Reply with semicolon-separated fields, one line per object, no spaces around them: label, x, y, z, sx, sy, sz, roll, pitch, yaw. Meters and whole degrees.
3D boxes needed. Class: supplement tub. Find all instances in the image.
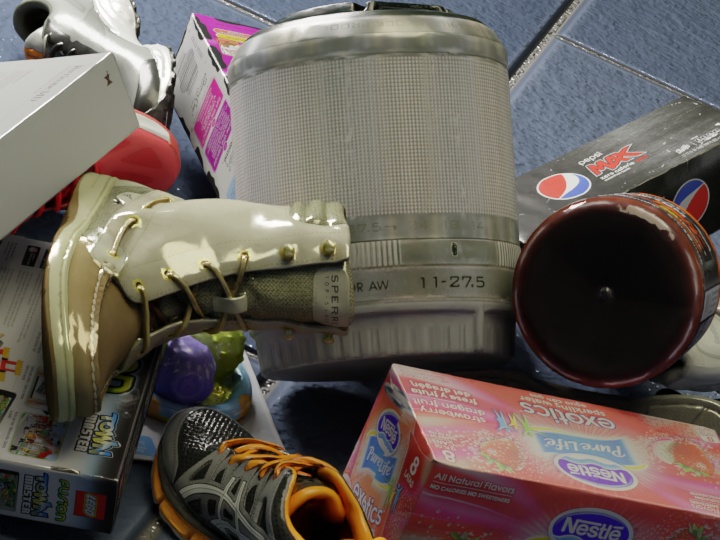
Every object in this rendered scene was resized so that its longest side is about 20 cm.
supplement tub;0.150;0.008;1.676;0.107;0.107;0.200;26;7;8

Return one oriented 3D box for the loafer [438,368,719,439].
loafer;0.118;0.097;1.670;0.200;0.072;0.063;5;-6;8

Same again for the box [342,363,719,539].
box;0.098;0.130;1.558;0.200;0.103;0.095;13;26;-23

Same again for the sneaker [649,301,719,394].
sneaker;0.163;0.024;1.842;0.081;0.075;0.200;-9;25;-40

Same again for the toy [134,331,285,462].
toy;-0.106;0.036;1.641;0.115;0.047;0.200;9;27;-24

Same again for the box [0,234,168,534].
box;-0.161;0.054;1.518;0.110;0.035;0.200;11;33;1

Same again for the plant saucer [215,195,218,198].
plant saucer;0.000;0.000;1.828;0.200;0.030;0.200;19;25;-9

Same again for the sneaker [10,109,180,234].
sneaker;-0.193;-0.039;1.711;0.200;0.078;0.116;-1;40;-19

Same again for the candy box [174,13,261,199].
candy box;-0.033;-0.080;1.856;0.136;0.061;0.200;11;26;-24

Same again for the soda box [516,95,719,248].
soda box;0.155;-0.038;1.830;0.200;0.063;0.071;-26;34;-31

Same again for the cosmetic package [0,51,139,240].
cosmetic package;-0.234;-0.047;1.552;0.151;0.052;0.200;-4;26;37

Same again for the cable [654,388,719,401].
cable;0.239;0.138;1.739;0.200;0.051;0.163;33;21;31

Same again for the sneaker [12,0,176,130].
sneaker;-0.170;-0.126;1.901;0.079;0.074;0.200;0;26;-24

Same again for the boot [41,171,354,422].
boot;-0.080;0.014;1.496;0.154;0.072;0.200;5;28;1

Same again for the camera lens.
camera lens;0.009;-0.044;1.664;0.160;0.200;0.160;-4;-7;0

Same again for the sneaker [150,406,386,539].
sneaker;-0.039;0.123;1.488;0.078;0.077;0.200;1;31;-36
